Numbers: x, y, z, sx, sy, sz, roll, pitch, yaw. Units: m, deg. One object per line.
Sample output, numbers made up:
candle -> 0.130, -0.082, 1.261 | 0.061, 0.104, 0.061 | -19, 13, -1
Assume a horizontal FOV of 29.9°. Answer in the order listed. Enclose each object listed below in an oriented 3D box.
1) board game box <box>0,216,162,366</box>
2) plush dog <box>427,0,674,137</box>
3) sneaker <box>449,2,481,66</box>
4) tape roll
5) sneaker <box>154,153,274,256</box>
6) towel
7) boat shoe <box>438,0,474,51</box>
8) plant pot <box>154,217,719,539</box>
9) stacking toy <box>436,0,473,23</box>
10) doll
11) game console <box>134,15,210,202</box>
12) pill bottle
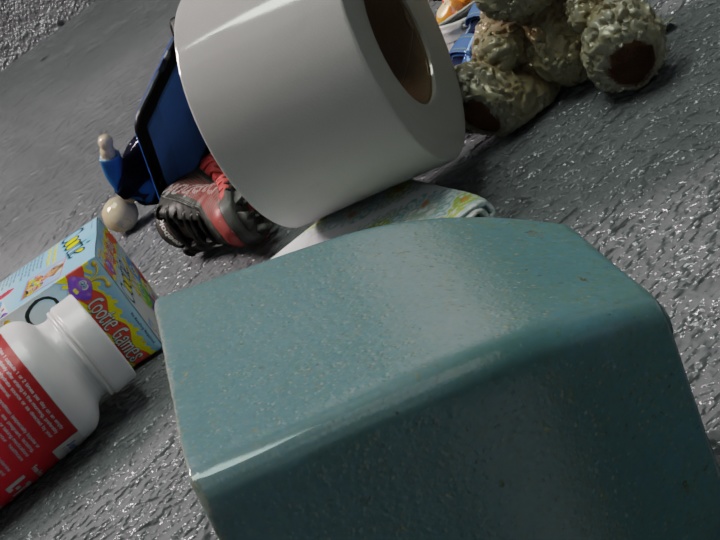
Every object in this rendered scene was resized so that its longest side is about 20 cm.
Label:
board game box -> -0.281, 0.063, 1.173 | 0.199, 0.103, 0.105 | -33, 23, 4
plush dog -> 0.144, -0.228, 1.077 | 0.199, 0.172, 0.161 | -16, 29, 39
sneaker -> 0.116, -0.203, 1.178 | 0.200, 0.082, 0.074 | -41, 18, -14
tape roll -> -0.027, -0.149, 1.013 | 0.138, 0.203, 0.203 | -23, 25, 23
sneaker -> -0.139, -0.050, 1.243 | 0.098, 0.071, 0.200 | -35, 21, -3
towel -> 0.000, 0.000, 0.994 | 0.171, 0.048, 0.200 | -37, 23, -14
boat shoe -> 0.156, -0.263, 1.266 | 0.199, 0.066, 0.072 | -37, 23, -4
plant pot -> 0.044, 0.083, 0.603 | 0.199, 0.197, 0.196 | -25, 22, -4
stacking toy -> 0.151, -0.318, 1.363 | 0.200, 0.110, 0.116 | -40, 23, 15
doll -> -0.221, -0.125, 1.440 | 0.200, 0.136, 0.049 | -54, 52, 22
game console -> -0.129, -0.149, 1.322 | 0.169, 0.200, 0.119 | -14, 61, -4
pill bottle -> -0.281, 0.114, 1.062 | 0.200, 0.113, 0.112 | -39, 23, -12
